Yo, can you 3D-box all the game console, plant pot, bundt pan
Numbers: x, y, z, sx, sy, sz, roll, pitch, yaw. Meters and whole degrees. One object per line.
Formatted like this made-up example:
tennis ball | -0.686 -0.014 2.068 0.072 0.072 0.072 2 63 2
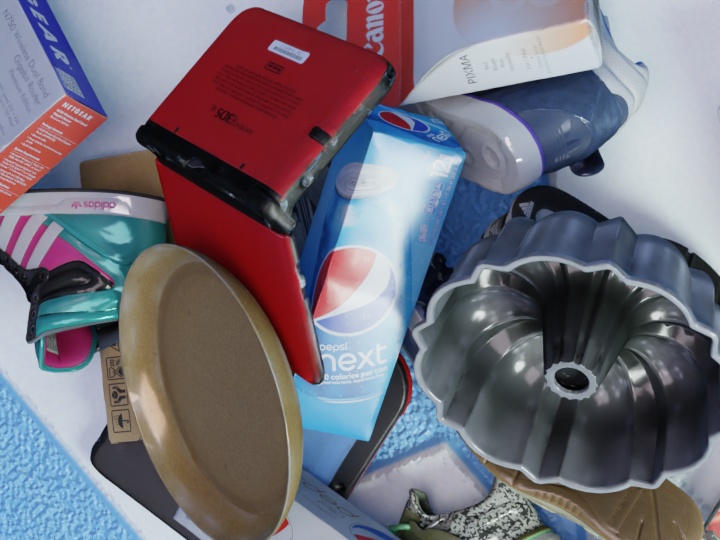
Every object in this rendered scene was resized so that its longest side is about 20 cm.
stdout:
game console | -0.049 -0.053 1.258 0.173 0.200 0.119 -50 123 -6
plant pot | -0.092 0.077 1.268 0.200 0.027 0.201 29 127 47
bundt pan | 0.136 0.041 1.231 0.201 0.076 0.202 11 136 11
game console | -0.075 0.103 1.401 0.177 0.031 0.200 34 102 8

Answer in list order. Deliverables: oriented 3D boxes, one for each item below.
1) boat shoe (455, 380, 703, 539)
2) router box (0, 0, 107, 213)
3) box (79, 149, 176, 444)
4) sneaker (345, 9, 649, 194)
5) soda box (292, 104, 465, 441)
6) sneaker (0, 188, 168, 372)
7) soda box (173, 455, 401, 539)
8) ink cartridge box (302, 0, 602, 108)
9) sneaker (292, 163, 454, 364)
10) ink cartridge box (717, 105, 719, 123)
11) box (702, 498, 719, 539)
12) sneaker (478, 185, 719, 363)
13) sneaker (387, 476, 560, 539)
boat shoe | 0.137 0.132 1.328 0.200 0.063 0.073 39 83 17
router box | -0.286 -0.126 1.375 0.179 0.049 0.200 -40 58 14
box | -0.115 0.014 1.373 0.163 0.021 0.201 -7 88 31
sneaker | 0.095 -0.129 1.321 0.200 0.146 0.081 32 146 44
soda box | 0.000 0.000 1.257 0.064 0.068 0.201 12 110 -17
sneaker | -0.219 0.009 1.381 0.199 0.083 0.121 0 83 32
soda box | -0.023 0.188 1.319 0.200 0.068 0.064 34 102 27
ink cartridge box | 0.051 -0.183 1.283 0.199 0.050 0.163 -8 50 12
sneaker | 0.001 0.000 1.354 0.085 0.077 0.200 -41 73 26
ink cartridge box | 0.339 -0.064 1.254 0.199 0.086 0.148 -16 91 13
box | 0.341 0.168 1.302 0.200 0.040 0.137 33 101 8
sneaker | 0.158 0.025 1.326 0.200 0.076 0.115 31 144 -13
sneaker | 0.040 0.196 1.370 0.199 0.077 0.089 -24 78 9
